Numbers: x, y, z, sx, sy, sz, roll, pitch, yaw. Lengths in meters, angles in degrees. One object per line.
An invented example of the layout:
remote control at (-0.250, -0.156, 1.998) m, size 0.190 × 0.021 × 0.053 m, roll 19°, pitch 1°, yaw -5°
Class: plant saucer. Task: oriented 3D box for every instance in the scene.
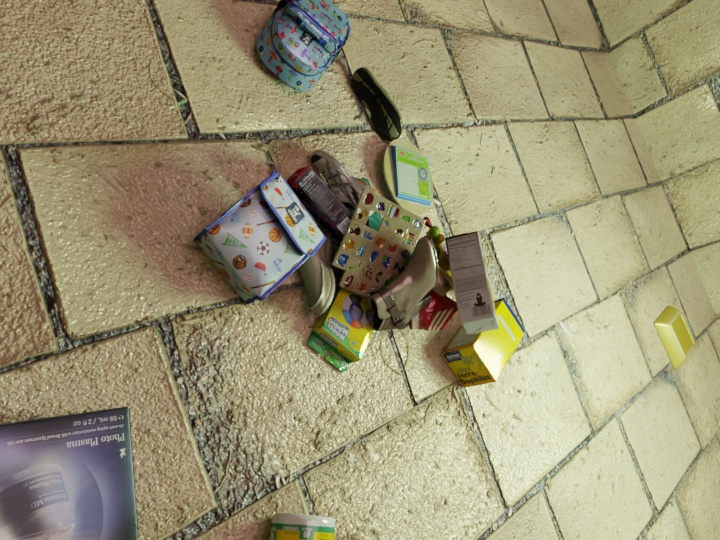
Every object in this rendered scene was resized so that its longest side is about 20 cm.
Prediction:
plant saucer at (1.239, 0.254, 2.227) m, size 0.199 × 0.048 × 0.202 m, roll -24°, pitch 90°, yaw -42°

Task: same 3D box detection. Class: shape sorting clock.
shape sorting clock at (0.124, -0.242, 1.474) m, size 0.198 × 0.039 × 0.204 m, roll 11°, pitch 75°, yaw -45°

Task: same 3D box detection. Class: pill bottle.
pill bottle at (-0.103, 0.512, 0.936) m, size 0.112 × 0.112 × 0.203 m, roll 21°, pitch 61°, yaw -33°

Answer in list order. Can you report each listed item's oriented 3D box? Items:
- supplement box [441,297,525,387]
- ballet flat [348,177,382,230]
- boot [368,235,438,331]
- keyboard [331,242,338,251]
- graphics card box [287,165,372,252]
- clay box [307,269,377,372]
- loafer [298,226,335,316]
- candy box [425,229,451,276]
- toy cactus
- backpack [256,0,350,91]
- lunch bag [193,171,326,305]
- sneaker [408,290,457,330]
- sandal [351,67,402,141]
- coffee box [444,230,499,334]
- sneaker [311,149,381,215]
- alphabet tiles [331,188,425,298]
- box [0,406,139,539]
supplement box at (0.308, 0.179, 1.420) m, size 0.110 × 0.108 × 0.200 m, roll 54°, pitch 48°, yaw -9°
ballet flat at (0.011, -0.131, 1.311) m, size 0.069 × 0.068 × 0.202 m, roll -15°, pitch 61°, yaw -11°
boot at (0.085, 0.037, 1.187) m, size 0.145 × 0.070 × 0.203 m, roll -20°, pitch 126°, yaw -26°
keyboard at (0.000, 0.000, 1.269) m, size 0.200 × 0.056 × 0.011 m, roll 42°, pitch 92°, yaw -20°
graphics card box at (-0.069, -0.128, 1.207) m, size 0.051 × 0.125 × 0.200 m, roll -46°, pitch 107°, yaw -8°
clay box at (-0.025, 0.102, 1.208) m, size 0.115 × 0.047 × 0.202 m, roll 41°, pitch 51°, yaw -21°
loafer at (-0.098, -0.003, 1.174) m, size 0.068 × 0.075 × 0.203 m, roll 18°, pitch 53°, yaw -32°
candy box at (0.233, -0.018, 1.434) m, size 0.199 × 0.026 × 0.103 m, roll 36°, pitch 28°, yaw -45°
toy cactus at (0.141, -0.014, 1.290) m, size 0.165 × 0.102 × 0.200 m, roll 42°, pitch 60°, yaw -1°
backpack at (-0.134, -0.526, 1.305) m, size 0.182 × 0.134 × 0.202 m, roll 39°, pitch 55°, yaw -21°
lunch bag at (-0.177, -0.066, 1.070) m, size 0.200 × 0.123 × 0.171 m, roll -43°, pitch 105°, yaw -26°
sneaker at (0.178, 0.048, 1.352) m, size 0.113 × 0.078 × 0.203 m, roll 8°, pitch 77°, yaw 1°
sandal at (0.052, -0.432, 1.468) m, size 0.203 × 0.079 × 0.057 m, roll 61°, pitch 33°, yaw -3°
coffee box at (0.252, 0.029, 1.289) m, size 0.114 × 0.078 × 0.203 m, roll 48°, pitch 32°, yaw -64°
sneaker at (-0.048, -0.187, 1.270) m, size 0.199 × 0.088 × 0.076 m, roll 41°, pitch 5°, yaw 15°
alphabet tiles at (0.034, -0.044, 1.185) m, size 0.166 × 0.008 × 0.203 m, roll 23°, pitch 92°, yaw -30°
box at (-0.411, 0.299, 0.752) m, size 0.198 × 0.123 × 0.202 m, roll 0°, pitch 74°, yaw -40°
